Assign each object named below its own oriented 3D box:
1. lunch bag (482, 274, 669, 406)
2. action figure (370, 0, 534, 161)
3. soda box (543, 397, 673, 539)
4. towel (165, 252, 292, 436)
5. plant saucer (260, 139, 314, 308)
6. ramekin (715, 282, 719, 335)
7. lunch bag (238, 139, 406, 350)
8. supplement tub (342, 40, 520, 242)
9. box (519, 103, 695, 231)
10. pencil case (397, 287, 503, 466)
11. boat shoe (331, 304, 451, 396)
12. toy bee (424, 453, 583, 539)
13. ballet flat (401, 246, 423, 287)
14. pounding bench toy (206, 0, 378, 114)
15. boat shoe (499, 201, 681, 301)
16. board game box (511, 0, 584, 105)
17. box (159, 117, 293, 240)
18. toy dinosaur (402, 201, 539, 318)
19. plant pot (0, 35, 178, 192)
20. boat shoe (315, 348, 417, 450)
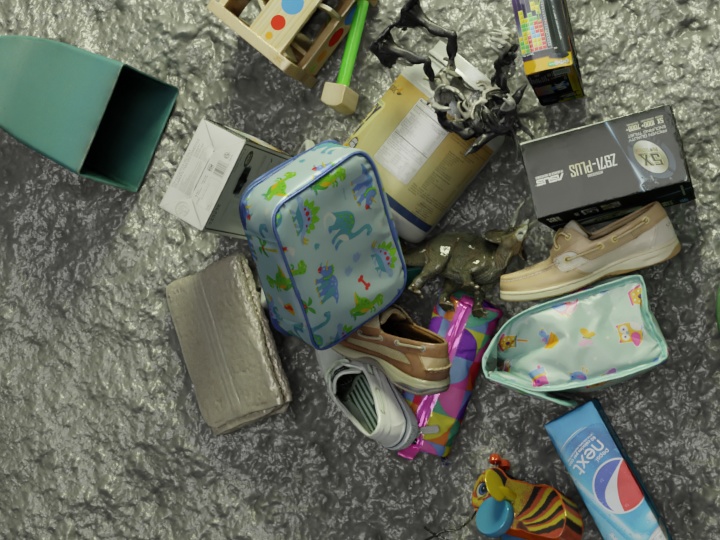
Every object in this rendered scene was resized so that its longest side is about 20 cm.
[{"bbox_3d":[0.231,0.087,1.629,0.199,0.170,0.122,-21,83,7],"label":"lunch bag"},{"bbox_3d":[0.109,-0.203,1.571,0.200,0.102,0.119,39,72,1],"label":"action figure"},{"bbox_3d":[0.283,0.247,1.663,0.064,0.068,0.200,-30,81,11],"label":"soda box"},{"bbox_3d":[-0.158,0.089,1.775,0.132,0.034,0.201,-24,80,36],"label":"towel"},{"bbox_3d":[-0.067,-0.049,1.712,0.050,0.200,0.201,15,91,-8],"label":"plant saucer"},{"bbox_3d":[0.487,0.041,1.605,0.199,0.098,0.201,-1,87,14],"label":"ramekin"},{"bbox_3d":[-0.036,-0.029,1.589,0.161,0.200,0.082,-36,36,-27],"label":"lunch bag"},{"bbox_3d":[0.074,-0.148,1.696,0.144,0.144,0.200,41,97,12],"label":"supplement tub"},{"bbox_3d":[0.273,-0.106,1.614,0.163,0.200,0.086,-14,84,13],"label":"box"},{"bbox_3d":[0.096,0.121,1.708,0.088,0.088,0.201,20,91,14],"label":"pencil case"},{"bbox_3d":[0.027,0.069,1.670,0.200,0.076,0.072,27,118,33],"label":"boat shoe"},{"bbox_3d":[0.163,0.257,1.674,0.199,0.131,0.109,3,63,25],"label":"toy bee"},{"bbox_3d":[0.000,0.000,1.750,0.199,0.069,0.063,-19,69,11],"label":"ballet flat"},{"bbox_3d":[-0.044,-0.300,1.743,0.200,0.124,0.156,40,97,12],"label":"pounding bench toy"},{"bbox_3d":[0.239,-0.022,1.590,0.199,0.074,0.069,-18,99,6],"label":"boat shoe"},{"bbox_3d":[0.201,-0.282,1.641,0.057,0.200,0.166,-12,84,11],"label":"board game box"},{"bbox_3d":[-0.148,-0.101,1.721,0.060,0.200,0.117,28,96,15],"label":"box"},{"bbox_3d":[0.113,-0.008,1.667,0.200,0.077,0.102,-3,50,38],"label":"toy dinosaur"},{"bbox_3d":[-0.360,-0.205,1.814,0.200,0.141,0.142,24,93,21],"label":"plant pot"},{"bbox_3d":[-0.005,0.124,1.699,0.074,0.067,0.200,-55,46,12],"label":"boat shoe"}]
